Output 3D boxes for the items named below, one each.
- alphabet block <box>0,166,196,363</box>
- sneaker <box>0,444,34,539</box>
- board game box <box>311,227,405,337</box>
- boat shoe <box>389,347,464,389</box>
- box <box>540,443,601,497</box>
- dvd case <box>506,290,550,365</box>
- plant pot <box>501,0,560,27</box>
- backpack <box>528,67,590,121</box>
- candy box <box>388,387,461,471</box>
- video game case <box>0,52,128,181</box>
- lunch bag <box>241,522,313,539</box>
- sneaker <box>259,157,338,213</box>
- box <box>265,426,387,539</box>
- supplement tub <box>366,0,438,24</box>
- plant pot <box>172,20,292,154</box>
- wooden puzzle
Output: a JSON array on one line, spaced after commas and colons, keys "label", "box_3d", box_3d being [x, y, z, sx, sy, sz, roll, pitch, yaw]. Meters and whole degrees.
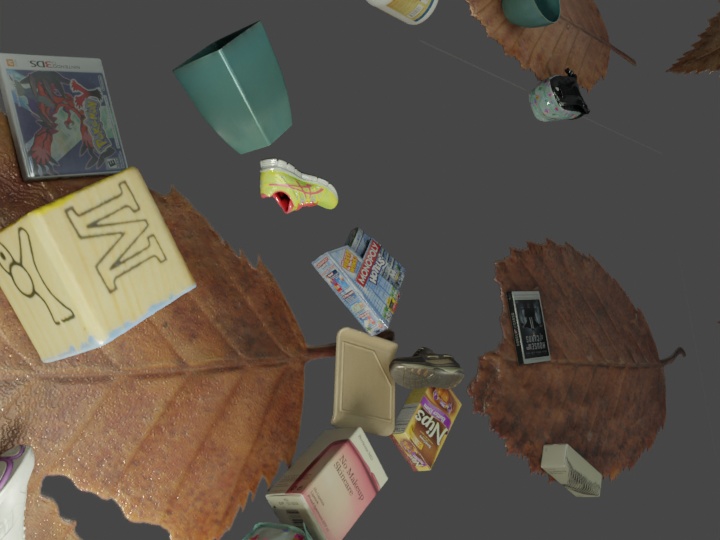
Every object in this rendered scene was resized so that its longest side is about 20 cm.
[{"label": "alphabet block", "box_3d": [-0.401, -0.007, 1.133, 0.196, 0.193, 0.203, -38, 107, -48]}, {"label": "sneaker", "box_3d": [-0.489, 0.338, 1.033, 0.100, 0.074, 0.203, 55, 42, -46]}, {"label": "board game box", "box_3d": [0.000, 0.000, 1.643, 0.199, 0.061, 0.202, 41, 46, -18]}, {"label": "boat shoe", "box_3d": [0.140, 0.215, 1.701, 0.197, 0.075, 0.074, 13, 39, -34]}, {"label": "box", "box_3d": [0.584, 0.554, 2.116, 0.199, 0.081, 0.069, 40, 53, -31]}, {"label": "dvd case", "box_3d": [0.475, 0.160, 2.161, 0.149, 0.024, 0.204, 1, 76, -47]}, {"label": "plant pot", "box_3d": [0.535, -0.867, 2.463, 0.198, 0.133, 0.204, 17, 66, -43]}, {"label": "backpack", "box_3d": [0.641, -0.557, 2.491, 0.198, 0.126, 0.169, -15, 78, -47]}, {"label": "candy box", "box_3d": [0.148, 0.335, 1.726, 0.118, 0.056, 0.201, 55, 46, -20]}, {"label": "video game case", "box_3d": [-0.482, -0.250, 1.244, 0.181, 0.023, 0.204, -13, 88, -48]}, {"label": "lunch bag", "box_3d": [-0.111, 0.520, 1.277, 0.122, 0.198, 0.173, -35, 103, -46]}, {"label": "sneaker", "box_3d": [-0.131, -0.154, 1.569, 0.198, 0.077, 0.092, 20, 72, -36]}, {"label": "box", "box_3d": [-0.060, 0.406, 1.436, 0.200, 0.108, 0.129, -41, 108, -45]}, {"label": "supplement tub", "box_3d": [0.091, -0.720, 1.926, 0.198, 0.143, 0.148, 9, 71, -46]}, {"label": "plant pot", "box_3d": [-0.226, -0.340, 1.469, 0.142, 0.140, 0.202, -52, 122, -42]}, {"label": "wooden puzzle", "box_3d": [0.007, 0.238, 1.622, 0.183, 0.037, 0.204, 21, 67, -42]}]
